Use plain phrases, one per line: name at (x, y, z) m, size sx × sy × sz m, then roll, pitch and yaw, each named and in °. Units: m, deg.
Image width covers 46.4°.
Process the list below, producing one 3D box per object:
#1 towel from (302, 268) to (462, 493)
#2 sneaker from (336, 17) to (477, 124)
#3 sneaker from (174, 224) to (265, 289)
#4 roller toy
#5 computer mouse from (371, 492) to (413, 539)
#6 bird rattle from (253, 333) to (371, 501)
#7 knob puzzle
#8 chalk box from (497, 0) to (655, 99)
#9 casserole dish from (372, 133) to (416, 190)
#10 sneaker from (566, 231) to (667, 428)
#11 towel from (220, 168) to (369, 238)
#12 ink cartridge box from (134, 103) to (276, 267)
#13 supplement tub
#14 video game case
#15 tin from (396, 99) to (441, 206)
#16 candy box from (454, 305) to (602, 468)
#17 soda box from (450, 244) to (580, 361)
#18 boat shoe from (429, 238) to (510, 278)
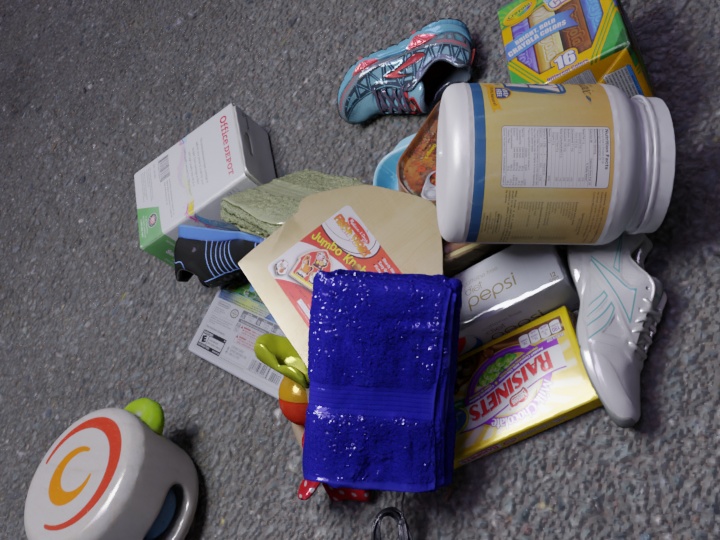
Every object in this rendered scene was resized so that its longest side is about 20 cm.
towel at (0.022, 0.103, 0.777) m, size 0.144 × 0.050 × 0.205 m, roll 2°, pitch 95°, yaw -6°
sneaker at (0.055, -0.236, 1.064) m, size 0.198 × 0.079 × 0.097 m, roll -29°, pitch 54°, yaw 21°
sneaker at (-0.163, -0.012, 1.091) m, size 0.197 × 0.070 × 0.080 m, roll 8°, pitch 92°, yaw 34°
roller toy at (-0.292, 0.274, 1.001) m, size 0.198 × 0.140 × 0.184 m, roll -33°, pitch 40°, yaw 10°
computer mouse at (0.049, 0.204, 0.831) m, size 0.057 × 0.034 × 0.204 m, roll 13°, pitch 80°, yaw 5°
bird rattle at (-0.045, 0.146, 0.907) m, size 0.111 × 0.204 × 0.163 m, roll -16°, pitch 12°, yaw -15°
knob puzzle at (0.000, 0.000, 0.854) m, size 0.215 × 0.031 × 0.224 m, roll -4°, pitch 68°, yaw 11°
chalk box at (0.228, -0.229, 0.889) m, size 0.122 × 0.125 × 0.203 m, roll -22°, pitch 46°, yaw 26°
casserole dish at (0.074, -0.070, 0.985) m, size 0.119 × 0.039 × 0.203 m, roll -19°, pitch 57°, yaw 27°
sneaker at (0.242, 0.043, 0.776) m, size 0.079 × 0.070 × 0.204 m, roll -15°, pitch 57°, yaw 26°
towel at (-0.082, -0.085, 1.041) m, size 0.147 × 0.037 × 0.199 m, roll -25°, pitch 23°, yaw -24°
ink cartridge box at (-0.221, -0.118, 1.199) m, size 0.198 × 0.087 × 0.147 m, roll -32°, pitch 51°, yaw 21°
supplement tub at (0.172, -0.097, 0.775) m, size 0.195 × 0.145 × 0.147 m, roll 1°, pitch 61°, yaw 0°
video game case at (-0.117, 0.052, 1.073) m, size 0.198 × 0.022 × 0.185 m, roll 18°, pitch 78°, yaw 42°
tin at (0.115, -0.128, 0.934) m, size 0.110 × 0.042 × 0.201 m, roll 17°, pitch 53°, yaw 24°
candy box at (0.136, 0.124, 0.840) m, size 0.198 × 0.026 × 0.104 m, roll -29°, pitch 55°, yaw 22°
soda box at (0.124, 0.040, 0.866) m, size 0.198 × 0.068 × 0.065 m, roll -30°, pitch 53°, yaw 21°
boat shoe at (0.061, -0.011, 0.886) m, size 0.197 × 0.072 × 0.069 m, roll -24°, pitch 66°, yaw 12°
